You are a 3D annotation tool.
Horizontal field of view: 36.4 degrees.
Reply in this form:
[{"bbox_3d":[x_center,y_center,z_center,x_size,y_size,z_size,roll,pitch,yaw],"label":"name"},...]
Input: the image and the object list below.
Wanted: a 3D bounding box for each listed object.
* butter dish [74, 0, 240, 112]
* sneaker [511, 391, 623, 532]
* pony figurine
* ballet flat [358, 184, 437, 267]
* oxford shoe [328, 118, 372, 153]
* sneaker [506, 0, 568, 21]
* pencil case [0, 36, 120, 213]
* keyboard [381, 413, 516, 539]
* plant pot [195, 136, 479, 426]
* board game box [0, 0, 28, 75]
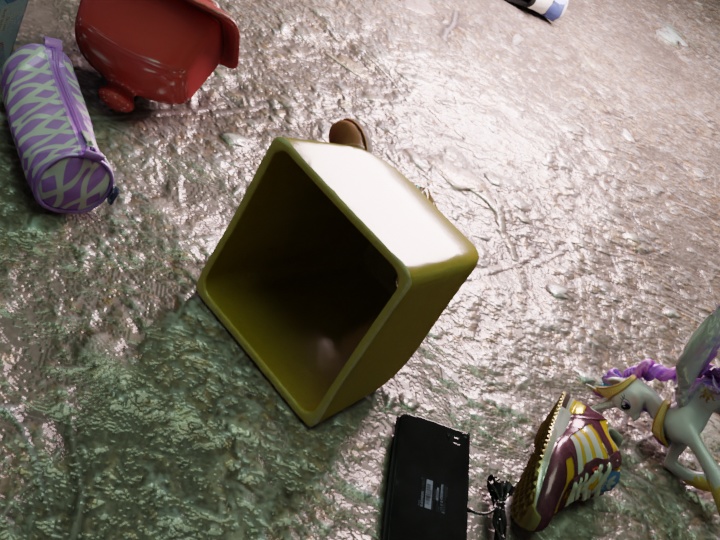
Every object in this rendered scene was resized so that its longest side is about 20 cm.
[{"bbox_3d":[-0.250,-0.250,1.245,0.199,0.148,0.199,26,-7,-4],"label":"butter dish"},{"bbox_3d":[0.212,0.196,1.075,0.090,0.075,0.200,29,34,6],"label":"sneaker"},{"bbox_3d":[0.372,0.137,1.195,0.200,0.193,0.167,43,2,19],"label":"pony figurine"},{"bbox_3d":[0.055,-0.034,1.274,0.072,0.068,0.200,48,29,-8],"label":"ballet flat"},{"bbox_3d":[-0.024,-0.126,1.319,0.071,0.072,0.200,4,36,-12],"label":"oxford shoe"},{"bbox_3d":[0.323,-0.579,2.165,0.115,0.081,0.200,8,41,-34],"label":"sneaker"},{"bbox_3d":[-0.308,-0.146,1.104,0.084,0.086,0.200,4,41,-38],"label":"pencil case"},{"bbox_3d":[0.082,0.217,0.996,0.127,0.021,0.200,20,35,-6],"label":"keyboard"},{"bbox_3d":[0.000,0.000,1.067,0.200,0.196,0.194,-10,51,-51],"label":"plant pot"},{"bbox_3d":[-0.387,-0.339,1.191,0.043,0.199,0.200,12,38,-29],"label":"board game box"}]
